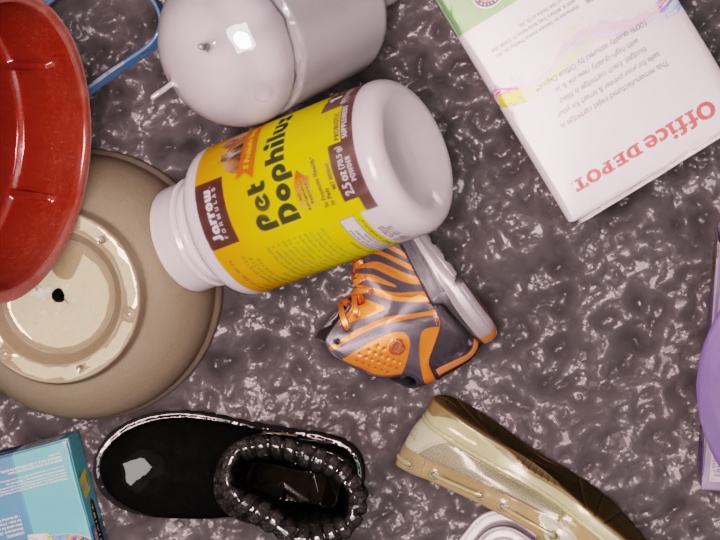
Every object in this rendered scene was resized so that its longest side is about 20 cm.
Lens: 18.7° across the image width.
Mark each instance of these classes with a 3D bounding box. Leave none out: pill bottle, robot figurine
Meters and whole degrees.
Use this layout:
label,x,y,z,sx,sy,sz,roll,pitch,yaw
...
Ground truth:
label,x,y,z,sx,sy,sz,roll,pitch,yaw
pill bottle,-0.044,-0.050,1.494,0.199,0.109,0.110,-20,92,30
robot figurine,-0.061,-0.169,1.509,0.113,0.200,0.170,46,136,13

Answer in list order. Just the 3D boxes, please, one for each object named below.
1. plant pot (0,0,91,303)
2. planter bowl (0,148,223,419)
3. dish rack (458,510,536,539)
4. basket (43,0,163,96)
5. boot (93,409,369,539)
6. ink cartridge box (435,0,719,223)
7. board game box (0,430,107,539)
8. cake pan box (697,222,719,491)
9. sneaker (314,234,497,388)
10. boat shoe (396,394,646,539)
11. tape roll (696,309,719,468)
label,x,y,z,sx,sy,sz,roll,pitch,yaw
plant pot,-0.311,-0.089,1.437,0.195,0.201,0.202,7,94,24
planter bowl,-0.205,0.015,1.557,0.199,0.135,0.201,0,94,4
dish rack,0.127,0.293,1.600,0.200,0.044,0.172,37,96,2
basket,-0.252,-0.194,1.543,0.176,0.139,0.200,-38,82,10
boot,-0.095,0.147,1.546,0.210,0.158,0.080,-1,94,4
ink cartridge box,0.159,-0.154,1.547,0.145,0.084,0.200,-31,91,5
board game box,-0.258,0.235,1.618,0.150,0.047,0.201,-14,93,4
cake pan box,0.336,0.070,1.548,0.183,0.052,0.201,2,107,5
sneaker,0.000,0.000,1.571,0.112,0.078,0.200,-36,91,4
boat shoe,0.121,0.169,1.579,0.200,0.073,0.063,34,102,4
tape roll,0.329,0.074,1.454,0.199,0.085,0.201,3,98,17
